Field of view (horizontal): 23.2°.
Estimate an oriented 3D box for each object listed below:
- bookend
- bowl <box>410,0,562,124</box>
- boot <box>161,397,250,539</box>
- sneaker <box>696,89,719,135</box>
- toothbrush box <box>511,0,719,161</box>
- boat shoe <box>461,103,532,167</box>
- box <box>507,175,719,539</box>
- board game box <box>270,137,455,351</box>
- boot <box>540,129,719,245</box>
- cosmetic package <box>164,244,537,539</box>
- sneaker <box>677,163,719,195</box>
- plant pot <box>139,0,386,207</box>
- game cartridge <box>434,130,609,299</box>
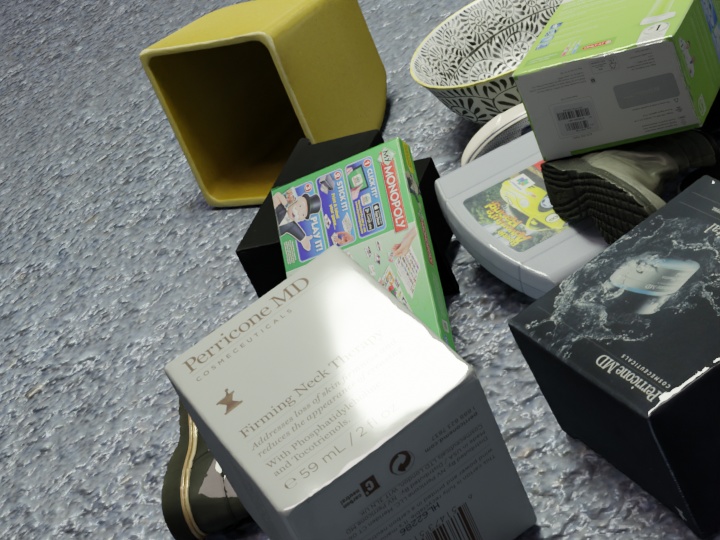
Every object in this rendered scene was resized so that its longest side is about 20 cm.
[{"bbox_3d":[0.012,-0.056,1.670,0.197,0.093,0.201,-12,31,26],"label":"bookend"},{"bbox_3d":[0.159,-0.205,1.776,0.199,0.095,0.201,-23,29,13],"label":"bowl"},{"bbox_3d":[-0.082,0.135,1.475,0.137,0.078,0.201,-14,44,18],"label":"boot"},{"bbox_3d":[0.361,-0.180,1.571,0.197,0.080,0.130,-17,36,12],"label":"sneaker"},{"bbox_3d":[0.233,-0.186,1.496,0.144,0.087,0.200,-11,26,28],"label":"toothbrush box"},{"bbox_3d":[0.185,-0.112,1.630,0.199,0.075,0.093,-31,43,21],"label":"boat shoe"},{"bbox_3d":[0.246,0.054,1.248,0.199,0.118,0.196,-36,29,-10],"label":"box"},{"bbox_3d":[0.000,0.000,1.527,0.133,0.029,0.202,-20,66,21],"label":"board game box"},{"bbox_3d":[0.240,-0.079,1.426,0.130,0.068,0.200,-24,22,-11],"label":"boot"},{"bbox_3d":[-0.008,0.126,1.273,0.167,0.167,0.200,-35,40,-11],"label":"cosmetic package"},{"bbox_3d":[0.346,-0.114,1.450,0.198,0.100,0.071,-14,33,29],"label":"sneaker"},{"bbox_3d":[-0.082,-0.208,1.915,0.194,0.196,0.200,-3,31,40],"label":"plant pot"},{"bbox_3d":[0.155,-0.046,1.520,0.132,0.041,0.200,-31,42,-15],"label":"game cartridge"}]
